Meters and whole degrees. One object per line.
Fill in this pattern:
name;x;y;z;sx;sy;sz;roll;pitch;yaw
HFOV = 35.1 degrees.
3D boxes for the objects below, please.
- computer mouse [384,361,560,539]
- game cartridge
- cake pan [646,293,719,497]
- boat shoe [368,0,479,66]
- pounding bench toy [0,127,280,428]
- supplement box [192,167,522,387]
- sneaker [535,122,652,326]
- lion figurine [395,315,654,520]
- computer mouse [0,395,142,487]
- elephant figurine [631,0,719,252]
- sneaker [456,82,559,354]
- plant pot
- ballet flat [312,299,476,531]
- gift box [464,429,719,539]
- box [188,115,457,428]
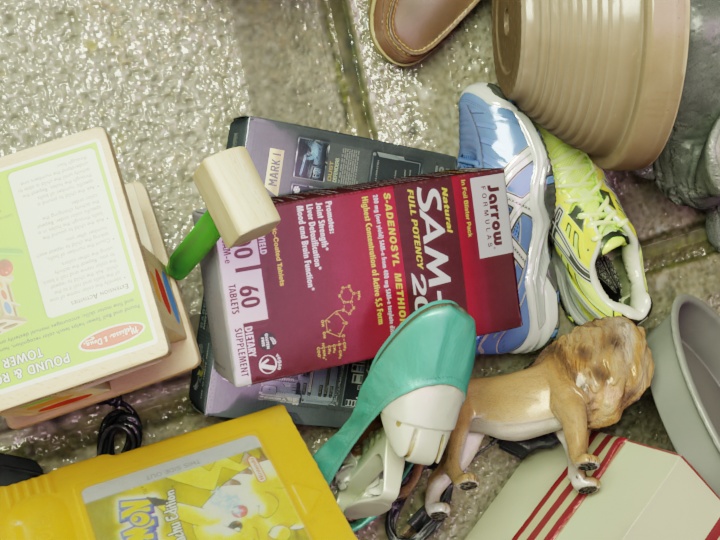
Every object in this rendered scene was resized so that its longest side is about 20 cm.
computer mouse;0.096;0.135;0.855;0.199;0.034;0.059;-38;75;-9
game cartridge;-0.107;0.165;0.658;0.198;0.177;0.033;-13;128;-20
cake pan;0.279;0.115;0.864;0.037;0.201;0.200;-32;110;29
boat shoe;0.076;-0.234;0.805;0.072;0.067;0.201;39;79;-19
pounding bench toy;-0.140;0.002;0.660;0.198;0.156;0.125;-19;83;-3
supplement box;0.000;0.000;0.736;0.198;0.061;0.110;-11;98;-19
sneaker;0.169;-0.048;0.849;0.075;0.076;0.201;-30;101;-16
lion figurine;0.111;0.099;0.807;0.198;0.073;0.124;-10;54;12
computer mouse;-0.231;0.122;0.713;0.198;0.046;0.142;21;85;-22
elephant figurine;0.255;-0.108;0.854;0.153;0.142;0.202;7;100;-5
sneaker;0.093;-0.033;0.819;0.076;0.076;0.202;-12;98;-23
plant pot;0.141;-0.166;0.756;0.092;0.201;0.203;-4;95;-5
ballet flat;0.025;0.106;0.728;0.067;0.201;0.071;7;46;-27
gift box;0.186;0.249;0.817;0.200;0.184;0.187;45;75;-14
box;-0.025;0.006;0.787;0.156;0.051;0.202;8;91;-23
